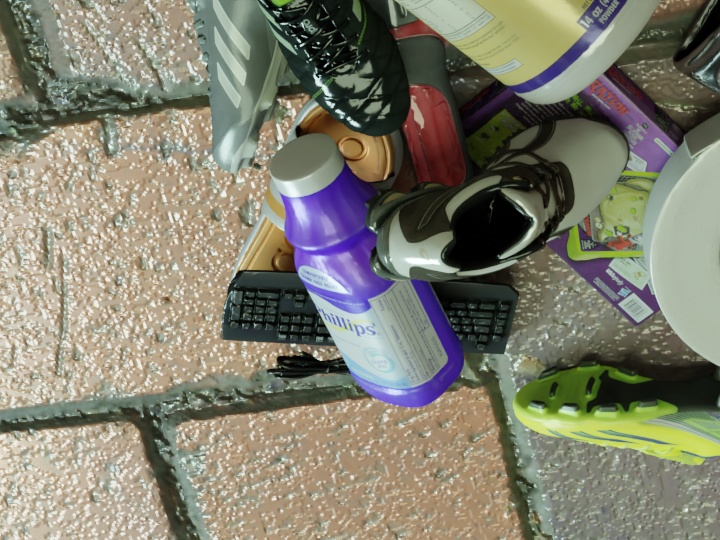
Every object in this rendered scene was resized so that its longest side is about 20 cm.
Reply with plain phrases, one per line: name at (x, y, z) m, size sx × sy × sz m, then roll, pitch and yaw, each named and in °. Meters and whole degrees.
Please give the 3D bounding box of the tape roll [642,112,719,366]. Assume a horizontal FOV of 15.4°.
tape roll at (0.284, -0.022, 1.749) m, size 0.202 × 0.037 × 0.203 m, roll -1°, pitch 119°, yaw -3°

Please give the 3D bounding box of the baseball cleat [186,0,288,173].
baseball cleat at (-0.087, -0.162, 1.718) m, size 0.106 × 0.070 × 0.200 m, roll 19°, pitch 117°, yaw 2°

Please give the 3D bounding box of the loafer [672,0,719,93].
loafer at (0.246, -0.188, 1.641) m, size 0.063 × 0.072 × 0.200 m, roll 17°, pitch 130°, yaw 2°

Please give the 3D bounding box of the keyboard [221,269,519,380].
keyboard at (0.003, 0.044, 1.851) m, size 0.200 × 0.021 × 0.127 m, roll 4°, pitch 144°, yaw -6°

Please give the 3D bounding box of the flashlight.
flashlight at (0.039, -0.096, 1.708) m, size 0.068 × 0.068 × 0.200 m, roll -18°, pitch 106°, yaw -12°

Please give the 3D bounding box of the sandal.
sandal at (-0.033, -0.027, 1.804) m, size 0.079 × 0.059 × 0.207 m, roll 21°, pitch 126°, yaw -7°

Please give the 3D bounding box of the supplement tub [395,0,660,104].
supplement tub at (0.076, -0.210, 1.601) m, size 0.200 × 0.145 × 0.145 m, roll 35°, pitch 123°, yaw -17°

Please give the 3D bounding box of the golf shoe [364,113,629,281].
golf shoe at (0.103, -0.038, 1.671) m, size 0.200 × 0.094 × 0.078 m, roll -27°, pitch 112°, yaw -26°

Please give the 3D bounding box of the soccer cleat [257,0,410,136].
soccer cleat at (-0.036, -0.163, 1.620) m, size 0.067 × 0.081 × 0.200 m, roll -27°, pitch 102°, yaw 16°

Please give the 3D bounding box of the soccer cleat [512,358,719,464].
soccer cleat at (0.207, 0.108, 1.864) m, size 0.200 × 0.065 × 0.084 m, roll -1°, pitch 128°, yaw 9°

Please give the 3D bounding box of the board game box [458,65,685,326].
board game box at (0.162, -0.060, 1.771) m, size 0.120 × 0.032 × 0.200 m, roll -35°, pitch 115°, yaw 31°

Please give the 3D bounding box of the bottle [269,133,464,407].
bottle at (0.000, 0.000, 1.743) m, size 0.083 × 0.065 × 0.200 m, roll 19°, pitch 146°, yaw 44°
